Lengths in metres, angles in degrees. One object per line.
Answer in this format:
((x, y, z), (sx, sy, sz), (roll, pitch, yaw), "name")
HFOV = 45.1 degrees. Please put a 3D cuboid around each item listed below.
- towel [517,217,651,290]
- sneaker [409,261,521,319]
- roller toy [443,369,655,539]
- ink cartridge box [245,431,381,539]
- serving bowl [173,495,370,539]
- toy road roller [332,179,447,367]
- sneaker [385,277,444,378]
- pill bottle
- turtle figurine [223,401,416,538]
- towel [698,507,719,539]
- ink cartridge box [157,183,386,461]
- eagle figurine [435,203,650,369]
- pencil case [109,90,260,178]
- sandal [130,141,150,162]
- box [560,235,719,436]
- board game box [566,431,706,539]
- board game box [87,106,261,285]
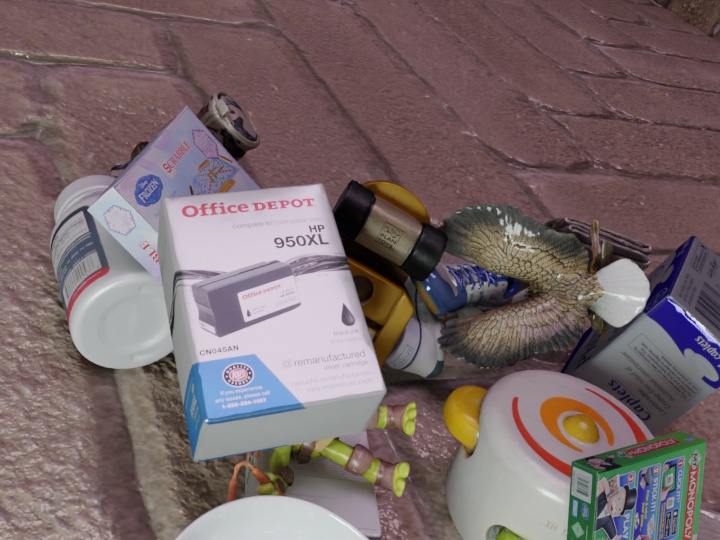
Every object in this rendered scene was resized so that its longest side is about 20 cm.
((0.260, -0.004, 1.096), (0.131, 0.200, 0.035), (18, 66, -11), "towel")
((0.125, 0.010, 1.022), (0.200, 0.088, 0.076), (14, 45, -62), "sneaker")
((0.181, 0.188, 0.810), (0.181, 0.141, 0.200), (-1, 37, -30), "roller toy")
((-0.049, 0.173, 0.795), (0.108, 0.051, 0.201), (10, 33, -13), "ink cartridge box")
((-0.063, 0.266, 0.614), (0.198, 0.066, 0.201), (13, 48, -15), "serving bowl")
((0.000, 0.000, 0.936), (0.122, 0.201, 0.146), (29, 9, -7), "toy road roller")
((0.059, 0.057, 1.023), (0.071, 0.073, 0.201), (34, 30, -20), "sneaker")
((-0.252, -0.008, 0.889), (0.119, 0.120, 0.200), (-1, 37, -29), "pill bottle")
((-0.038, 0.144, 0.736), (0.160, 0.065, 0.201), (15, 54, -5), "turtle figurine")
((0.376, 0.314, 0.827), (0.131, 0.035, 0.201), (17, 33, -3), "towel")
((-0.079, 0.036, 0.704), (0.143, 0.084, 0.201), (-7, 60, -20), "ink cartridge box")
((0.186, 0.021, 0.924), (0.198, 0.152, 0.152), (4, 40, -26), "eagle figurine")
((-0.212, -0.135, 1.033), (0.089, 0.199, 0.078), (-2, 64, -65), "pencil case")
((-0.188, -0.048, 0.940), (0.200, 0.054, 0.082), (51, 8, -29), "sandal")
((0.326, 0.087, 0.967), (0.105, 0.200, 0.184), (43, 36, 6), "box")
((0.222, 0.242, 0.705), (0.134, 0.202, 0.029), (-5, 11, -34), "board game box")
((-0.149, -0.043, 0.865), (0.200, 0.041, 0.200), (49, 27, -18), "board game box")
